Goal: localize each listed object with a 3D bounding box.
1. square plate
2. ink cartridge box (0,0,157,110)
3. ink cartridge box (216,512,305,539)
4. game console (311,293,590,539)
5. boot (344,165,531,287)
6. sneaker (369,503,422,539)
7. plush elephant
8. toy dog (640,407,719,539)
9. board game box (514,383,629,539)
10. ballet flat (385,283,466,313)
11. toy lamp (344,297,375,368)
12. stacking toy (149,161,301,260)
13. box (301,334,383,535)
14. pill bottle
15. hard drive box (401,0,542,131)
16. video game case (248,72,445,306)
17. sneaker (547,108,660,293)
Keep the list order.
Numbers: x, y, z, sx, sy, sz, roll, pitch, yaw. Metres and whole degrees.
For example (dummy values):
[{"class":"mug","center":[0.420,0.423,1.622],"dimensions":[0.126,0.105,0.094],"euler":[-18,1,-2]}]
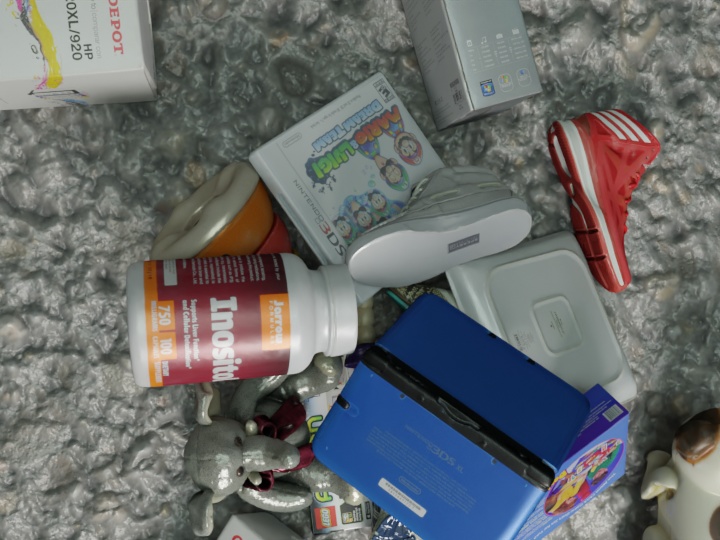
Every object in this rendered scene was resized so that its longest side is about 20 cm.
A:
[{"class":"square plate","center":[0.198,0.062,0.917],"dimensions":[0.197,0.028,0.201],"euler":[-13,78,-36]},{"class":"ink cartridge box","center":[-0.306,-0.243,0.847],"dimensions":[0.199,0.145,0.148],"euler":[-6,92,-8]},{"class":"ink cartridge box","center":[-0.113,0.370,0.893],"dimensions":[0.144,0.084,0.201],"euler":[30,88,24]},{"class":"game console","center":[0.086,0.147,0.822],"dimensions":[0.200,0.118,0.171],"euler":[34,103,14]},{"class":"boot","center":[0.066,-0.050,0.885],"dimensions":[0.199,0.096,0.074],"euler":[-13,133,-17]},{"class":"sneaker","center":[0.046,0.235,0.908],"dimensions":[0.077,0.085,0.201],"euler":[3,114,-2]},{"class":"plush elephant","center":[-0.104,0.170,0.856],"dimensions":[0.199,0.155,0.166],"euler":[-5,94,9]},{"class":"toy dog","center":[0.369,0.245,0.933],"dimensions":[0.139,0.194,0.201],"euler":[8,97,5]},{"class":"board game box","center":[0.178,0.217,0.877],"dimensions":[0.200,0.135,0.045],"euler":[-33,51,-13]},{"class":"ballet flat","center":[0.113,0.072,0.913],"dimensions":[0.075,0.068,0.200],"euler":[-40,94,-4]},{"class":"toy lamp","center":[0.000,0.000,0.924],"dimensions":[0.058,0.058,0.201],"euler":[-3,76,-7]},{"class":"stacking toy","center":[-0.103,0.001,0.905],"dimensions":[0.146,0.146,0.200],"euler":[-46,112,-4]},{"class":"box","center":[-0.012,0.177,0.953],"dimensions":[0.109,0.035,0.201],"euler":[-7,93,-7]},{"class":"pill bottle","center":[-0.108,0.042,0.798],"dimensions":[0.199,0.113,0.114],"euler":[-4,92,-12]},{"class":"hard drive box","center":[0.102,-0.257,0.895],"dimensions":[0.076,0.156,0.201],"euler":[-17,94,-7]},{"class":"video game case","center":[0.008,-0.089,0.907],"dimensions":[0.200,0.024,0.182],"euler":[-40,97,-36]},{"class":"sneaker","center":[0.291,-0.084,0.965],"dimensions":[0.115,0.078,0.201],"euler":[-19,95,-5]}]
